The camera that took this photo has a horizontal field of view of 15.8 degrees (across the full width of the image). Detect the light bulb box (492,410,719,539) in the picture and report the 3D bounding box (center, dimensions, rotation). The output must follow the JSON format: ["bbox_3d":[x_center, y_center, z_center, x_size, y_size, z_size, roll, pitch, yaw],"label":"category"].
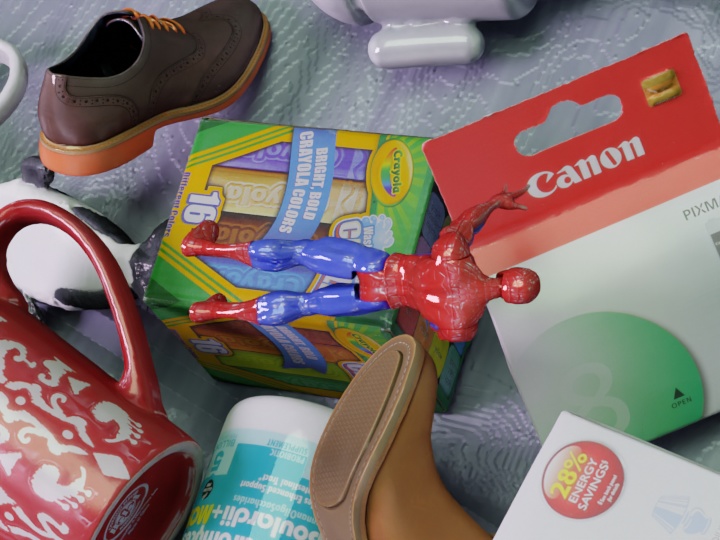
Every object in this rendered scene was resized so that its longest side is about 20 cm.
[{"bbox_3d":[0.132,0.209,1.291,0.125,0.200,0.199,21,73,27],"label":"light bulb box"}]

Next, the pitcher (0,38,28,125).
[{"bbox_3d":[-0.301,-0.065,1.635,0.171,0.121,0.200,-7,51,17],"label":"pitcher"}]

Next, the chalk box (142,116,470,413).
[{"bbox_3d":[0.000,0.000,1.489,0.200,0.125,0.124,7,66,24],"label":"chalk box"}]

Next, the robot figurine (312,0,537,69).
[{"bbox_3d":[0.041,-0.209,1.588,0.199,0.113,0.170,-1,82,19],"label":"robot figurine"}]

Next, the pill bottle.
[{"bbox_3d":[-0.051,0.178,1.423,0.111,0.111,0.200,10,68,23],"label":"pill bottle"}]

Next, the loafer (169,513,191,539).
[{"bbox_3d":[-0.167,0.211,1.476,0.070,0.070,0.200,22,65,33],"label":"loafer"}]

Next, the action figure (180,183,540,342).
[{"bbox_3d":[0.015,-0.003,1.374,0.200,0.065,0.099,4,20,31],"label":"action figure"}]

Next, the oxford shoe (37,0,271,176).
[{"bbox_3d":[-0.122,-0.131,1.590,0.071,0.073,0.200,17,38,28],"label":"oxford shoe"}]

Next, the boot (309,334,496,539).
[{"bbox_3d":[0.048,0.146,1.379,0.074,0.154,0.200,11,85,67],"label":"boot"}]

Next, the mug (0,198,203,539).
[{"bbox_3d":[-0.190,0.071,1.431,0.200,0.133,0.178,33,119,21],"label":"mug"}]

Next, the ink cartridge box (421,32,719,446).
[{"bbox_3d":[0.143,-0.006,1.403,0.161,0.200,0.050,-23,24,3],"label":"ink cartridge box"}]

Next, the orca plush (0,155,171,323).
[{"bbox_3d":[-0.161,-0.022,1.584,0.200,0.071,0.106,-7,91,49],"label":"orca plush"}]
